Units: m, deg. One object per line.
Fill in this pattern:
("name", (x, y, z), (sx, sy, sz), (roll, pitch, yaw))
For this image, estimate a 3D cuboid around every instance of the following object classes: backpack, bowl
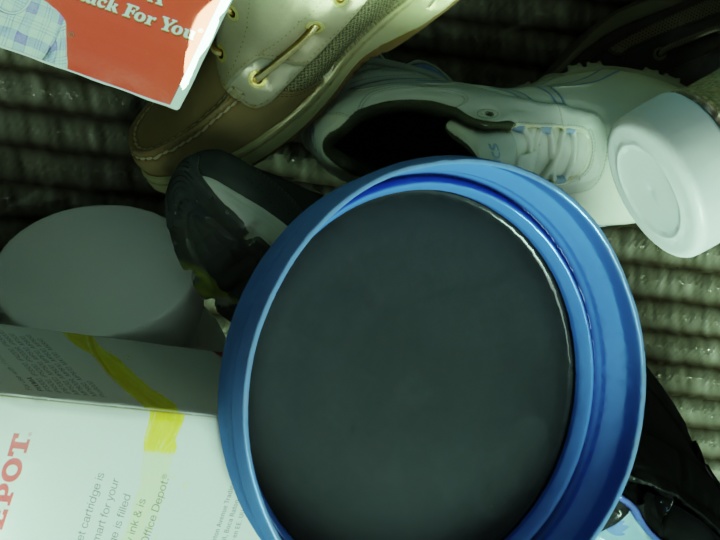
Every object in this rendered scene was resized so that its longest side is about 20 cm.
("backpack", (0.088, 0.103, 1.386), (0.147, 0.184, 0.200), (-32, 141, 16))
("bowl", (0.029, 0.051, 1.197), (0.199, 0.039, 0.202), (-4, 98, -30))

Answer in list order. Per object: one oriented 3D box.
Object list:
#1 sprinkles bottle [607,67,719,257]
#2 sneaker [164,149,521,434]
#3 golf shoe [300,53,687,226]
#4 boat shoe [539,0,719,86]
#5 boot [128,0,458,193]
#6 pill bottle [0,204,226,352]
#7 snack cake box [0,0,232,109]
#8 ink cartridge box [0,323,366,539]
("sprinkles bottle", (0.205, -0.079, 1.243), (0.199, 0.068, 0.069), (-29, 135, -20))
("sneaker", (0.000, 0.000, 1.258), (0.200, 0.085, 0.074), (37, 150, -23))
("golf shoe", (0.070, -0.050, 1.261), (0.198, 0.097, 0.079), (4, 107, 1))
("boat shoe", (0.156, -0.089, 1.321), (0.200, 0.073, 0.074), (-38, 131, 12))
("boot", (-0.058, -0.133, 1.207), (0.200, 0.073, 0.155), (-36, 127, 21))
("pill bottle", (-0.114, 0.075, 1.327), (0.115, 0.116, 0.201), (-13, 131, -10))
("snack cake box", (-0.139, -0.154, 1.098), (0.199, 0.067, 0.115), (20, 119, -17))
("ink cartridge box", (-0.112, 0.107, 1.208), (0.199, 0.083, 0.146), (9, 109, -36))
